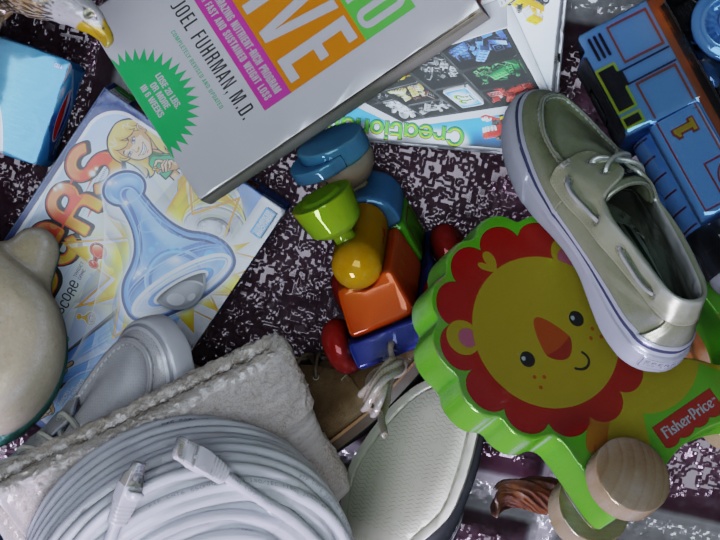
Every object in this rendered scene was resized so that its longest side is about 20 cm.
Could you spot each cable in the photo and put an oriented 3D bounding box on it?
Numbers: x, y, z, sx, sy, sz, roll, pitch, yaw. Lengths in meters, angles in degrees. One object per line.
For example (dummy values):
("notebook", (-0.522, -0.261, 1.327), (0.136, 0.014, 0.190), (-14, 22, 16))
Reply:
("cable", (-0.102, 0.177, 1.642), (0.200, 0.069, 0.200), (24, 110, -39))

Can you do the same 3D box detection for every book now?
("book", (-0.044, -0.150, 1.697), (0.200, 0.048, 0.134), (-34, 83, 7))

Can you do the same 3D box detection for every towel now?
("towel", (-0.111, 0.126, 1.667), (0.200, 0.034, 0.133), (-27, 132, -6))

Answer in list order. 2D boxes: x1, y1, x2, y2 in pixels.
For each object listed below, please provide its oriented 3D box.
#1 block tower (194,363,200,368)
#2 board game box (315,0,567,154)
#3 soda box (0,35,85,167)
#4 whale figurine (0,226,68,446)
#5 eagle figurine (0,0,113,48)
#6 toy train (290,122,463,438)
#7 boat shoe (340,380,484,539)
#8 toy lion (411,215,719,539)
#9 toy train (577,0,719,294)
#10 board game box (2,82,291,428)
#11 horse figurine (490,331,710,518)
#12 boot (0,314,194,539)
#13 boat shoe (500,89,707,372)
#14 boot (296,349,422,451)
("block tower", (-0.116, 0.153, 1.751), (0.054, 0.058, 0.200), (26, 116, 41))
("board game box", (0.022, -0.139, 1.732), (0.200, 0.035, 0.126), (6, 98, 4))
("soda box", (-0.274, -0.126, 1.742), (0.200, 0.064, 0.068), (19, 91, 3))
("whale figurine", (-0.254, 0.018, 1.723), (0.159, 0.104, 0.200), (-25, 72, -8))
("eagle figurine", (-0.182, -0.188, 1.655), (0.151, 0.152, 0.200), (41, 87, -15))
("toy train", (0.000, 0.000, 1.659), (0.085, 0.200, 0.116), (-24, 112, 15))
("boat shoe", (0.028, 0.147, 1.741), (0.072, 0.068, 0.200), (29, 114, 21))
("toy lion", (0.133, 0.047, 1.654), (0.200, 0.069, 0.192), (-29, 81, -33))
("toy train", (0.211, -0.077, 1.685), (0.114, 0.087, 0.200), (-28, 79, 3))
("board game box", (-0.153, 0.005, 1.767), (0.135, 0.034, 0.200), (34, 100, 0))
("horse figurine", (0.150, 0.071, 1.739), (0.133, 0.050, 0.200), (29, 91, -15))
("boot", (-0.169, 0.115, 1.689), (0.074, 0.096, 0.200), (44, 126, 31))
("boat shoe", (0.145, -0.035, 1.642), (0.200, 0.072, 0.062), (62, 139, 31))
("boot", (-0.017, 0.072, 1.752), (0.200, 0.074, 0.075), (-43, 83, 11))
